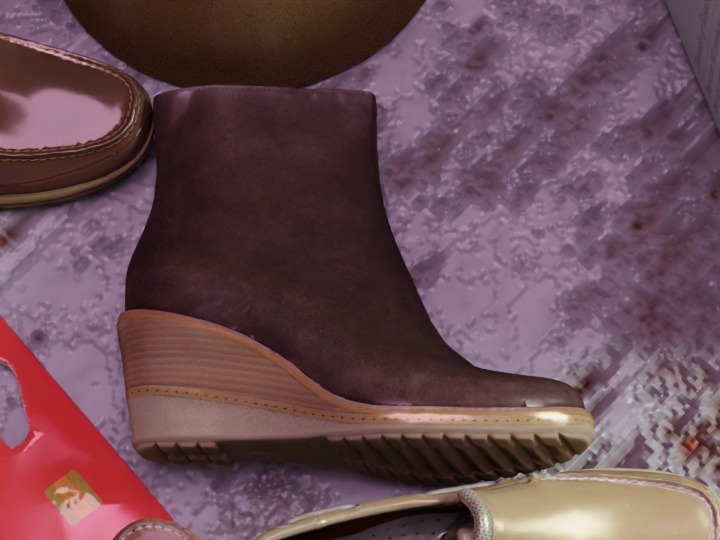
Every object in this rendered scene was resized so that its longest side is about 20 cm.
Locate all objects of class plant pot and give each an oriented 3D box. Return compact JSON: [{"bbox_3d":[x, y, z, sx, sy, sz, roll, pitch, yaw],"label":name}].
[{"bbox_3d":[-0.056,-0.201,1.228,0.186,0.200,0.187,-1,67,2],"label":"plant pot"}]

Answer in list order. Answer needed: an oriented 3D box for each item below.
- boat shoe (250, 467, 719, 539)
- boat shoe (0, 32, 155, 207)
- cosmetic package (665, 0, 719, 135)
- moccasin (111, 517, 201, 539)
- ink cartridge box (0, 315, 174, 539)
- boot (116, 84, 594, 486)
[{"bbox_3d":[0.051,0.113,1.153,0.200,0.076,0.072,-11,66,-3],"label":"boat shoe"},{"bbox_3d":[-0.189,-0.075,1.248,0.200,0.068,0.072,7,67,5],"label":"boat shoe"},{"bbox_3d":[0.231,-0.108,1.195,0.165,0.165,0.200,-16,67,-6],"label":"cosmetic package"},{"bbox_3d":[-0.110,0.187,1.124,0.074,0.078,0.201,25,70,9],"label":"moccasin"},{"bbox_3d":[-0.206,0.080,1.195,0.176,0.045,0.200,-38,71,-13],"label":"ink cartridge box"},{"bbox_3d":[0.000,0.000,1.206,0.200,0.072,0.167,2,69,7],"label":"boot"}]
